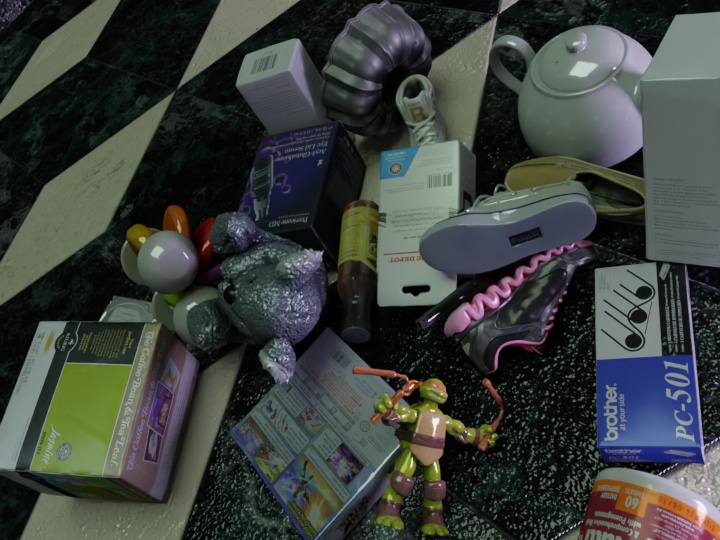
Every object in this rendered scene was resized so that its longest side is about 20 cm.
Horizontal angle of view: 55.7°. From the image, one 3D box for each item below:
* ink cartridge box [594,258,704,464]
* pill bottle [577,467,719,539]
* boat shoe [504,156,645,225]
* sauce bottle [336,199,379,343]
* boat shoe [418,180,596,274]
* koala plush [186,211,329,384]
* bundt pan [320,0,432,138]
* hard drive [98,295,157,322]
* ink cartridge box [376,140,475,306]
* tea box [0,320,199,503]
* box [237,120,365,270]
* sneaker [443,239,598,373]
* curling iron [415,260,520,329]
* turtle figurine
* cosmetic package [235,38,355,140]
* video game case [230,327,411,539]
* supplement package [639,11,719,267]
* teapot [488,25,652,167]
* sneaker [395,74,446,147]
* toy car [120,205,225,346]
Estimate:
[{"bbox_3d":[0.289,0.089,0.689,0.092,0.044,0.204,-8,54,28],"label":"ink cartridge box"},{"bbox_3d":[0.217,0.277,0.550,0.108,0.110,0.203,10,63,35],"label":"pill bottle"},{"bbox_3d":[0.254,-0.100,0.812,0.197,0.075,0.074,12,98,37],"label":"boat shoe"},{"bbox_3d":[0.000,0.000,0.917,0.065,0.066,0.204,-12,54,22],"label":"sauce bottle"},{"bbox_3d":[0.162,-0.061,0.776,0.198,0.075,0.087,-17,32,22],"label":"boat shoe"},{"bbox_3d":[-0.103,0.035,0.833,0.199,0.180,0.182,-163,88,-71],"label":"koala plush"},{"bbox_3d":[0.036,-0.289,1.022,0.075,0.203,0.203,36,79,28],"label":"bundt pan"},{"bbox_3d":[-0.385,0.140,1.064,0.137,0.038,0.203,6,62,35],"label":"hard drive"},{"bbox_3d":[0.085,-0.052,0.874,0.114,0.067,0.206,-3,78,29],"label":"ink cartridge box"},{"bbox_3d":[-0.344,0.187,0.906,0.192,0.134,0.204,0,59,14],"label":"tea box"},{"bbox_3d":[-0.089,-0.104,1.017,0.145,0.105,0.204,-7,54,26],"label":"box"},{"bbox_3d":[0.195,0.044,0.773,0.198,0.079,0.096,-34,73,0],"label":"sneaker"},{"bbox_3d":[0.134,0.009,0.808,0.199,0.026,0.050,-39,86,-26],"label":"curling iron"},{"bbox_3d":[0.057,0.179,0.701,0.064,0.197,0.165,-5,69,58],"label":"turtle figurine"},{"bbox_3d":[-0.096,-0.247,1.059,0.099,0.201,0.075,-6,54,26],"label":"cosmetic package"},{"bbox_3d":[-0.039,0.194,0.809,0.181,0.046,0.199,-45,47,-8],"label":"video game case"},{"bbox_3d":[0.371,-0.128,0.667,0.149,0.203,0.151,8,42,34],"label":"supplement package"},{"bbox_3d":[0.280,-0.238,0.864,0.196,0.147,0.201,-21,49,17],"label":"teapot"},{"bbox_3d":[0.088,-0.186,0.964,0.072,0.116,0.204,-17,51,16],"label":"sneaker"},{"bbox_3d":[-0.241,0.002,0.984,0.149,0.203,0.174,-38,23,-23],"label":"toy car"}]
